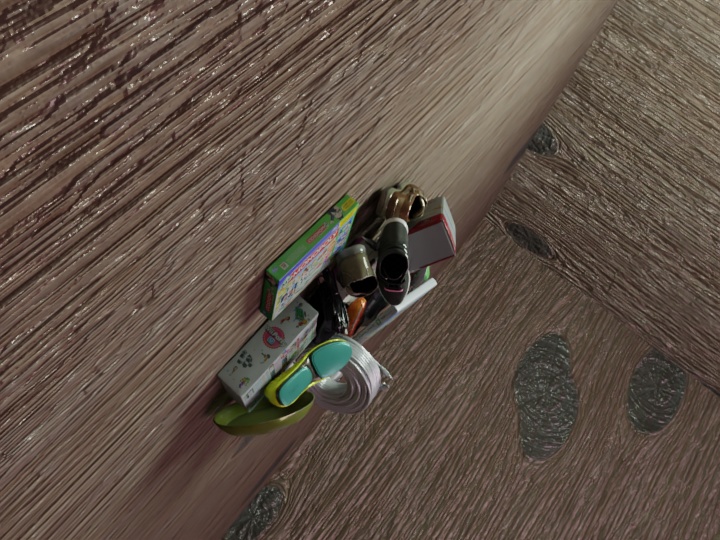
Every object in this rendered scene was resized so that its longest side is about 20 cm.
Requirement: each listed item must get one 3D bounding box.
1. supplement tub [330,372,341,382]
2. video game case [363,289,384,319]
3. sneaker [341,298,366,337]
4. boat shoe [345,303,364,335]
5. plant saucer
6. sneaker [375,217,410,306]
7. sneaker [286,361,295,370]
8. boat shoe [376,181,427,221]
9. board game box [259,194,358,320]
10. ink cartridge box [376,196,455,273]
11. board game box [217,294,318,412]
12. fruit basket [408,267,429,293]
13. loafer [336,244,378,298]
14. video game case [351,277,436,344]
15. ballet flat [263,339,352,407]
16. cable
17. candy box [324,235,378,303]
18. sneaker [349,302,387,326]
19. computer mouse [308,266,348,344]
[{"bbox_3d":[-0.092,0.224,1.494,0.123,0.122,0.200,-50,173,-9],"label":"supplement tub"},{"bbox_3d":[0.034,0.030,1.446,0.144,0.019,0.200,-53,-162,1],"label":"video game case"},{"bbox_3d":[-0.055,0.128,1.331,0.201,0.077,0.073,-51,179,27],"label":"sneaker"},{"bbox_3d":[-0.046,0.107,1.459,0.076,0.071,0.200,-58,-169,-11],"label":"boat shoe"},{"bbox_3d":[-0.184,0.277,1.167,0.197,0.032,0.200,-10,-175,1],"label":"plant saucer"},{"bbox_3d":[0.059,0.011,1.142,0.100,0.070,0.202,-80,172,-51],"label":"sneaker"},{"bbox_3d":[-0.165,0.209,1.274,0.200,0.073,0.081,134,-36,-69],"label":"sneaker"},{"bbox_3d":[0.096,-0.129,1.206,0.200,0.071,0.077,-33,140,-63],"label":"boat shoe"},{"bbox_3d":[-0.084,-0.020,0.983,0.200,0.029,0.135,-47,169,-31],"label":"board game box"},{"bbox_3d":[0.123,-0.074,1.274,0.144,0.084,0.200,-21,-165,16],"label":"ink cartridge box"},{"bbox_3d":[-0.165,0.153,1.111,0.200,0.064,0.148,-47,170,-21],"label":"board game box"},{"bbox_3d":[0.148,-0.024,1.445,0.185,0.093,0.202,128,-20,-59],"label":"fruit basket"},{"bbox_3d":[-0.006,0.020,1.128,0.074,0.070,0.200,-22,160,0],"label":"loafer"},{"bbox_3d":[0.069,0.101,1.366,0.182,0.022,0.199,-43,171,35],"label":"video game case"},{"bbox_3d":[-0.103,0.188,1.142,0.067,0.068,0.199,-6,-159,48],"label":"ballet flat"},{"bbox_3d":[-0.055,0.226,1.311,0.199,0.200,0.069,-32,-164,36],"label":"cable"},{"bbox_3d":[0.000,0.000,1.328,0.137,0.061,0.200,-51,171,6],"label":"candy box"},{"bbox_3d":[0.036,0.053,1.565,0.202,0.076,0.147,-42,-160,47],"label":"sneaker"},{"bbox_3d":[-0.062,0.085,1.199,0.052,0.140,0.200,-6,157,-22],"label":"computer mouse"}]
